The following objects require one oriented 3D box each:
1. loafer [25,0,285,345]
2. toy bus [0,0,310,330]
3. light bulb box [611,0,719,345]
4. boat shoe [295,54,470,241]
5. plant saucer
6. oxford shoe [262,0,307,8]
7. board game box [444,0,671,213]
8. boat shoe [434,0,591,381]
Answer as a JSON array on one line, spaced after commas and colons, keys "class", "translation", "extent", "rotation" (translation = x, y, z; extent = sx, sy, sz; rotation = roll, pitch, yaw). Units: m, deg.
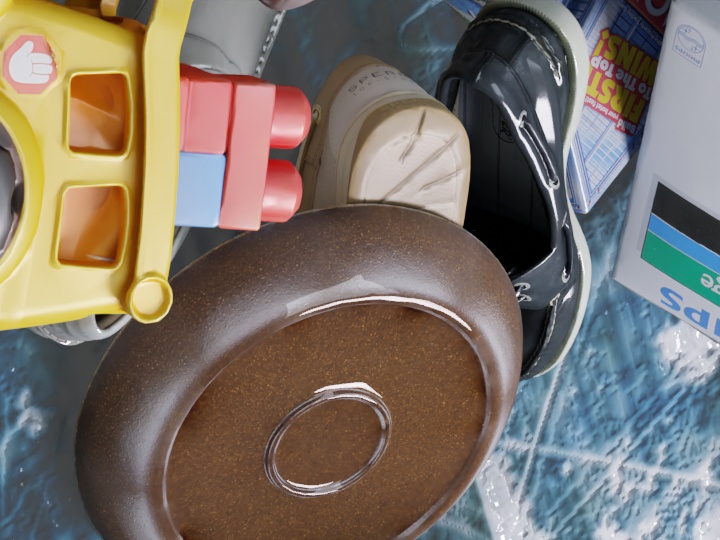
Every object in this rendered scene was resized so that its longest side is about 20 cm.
[{"class": "loafer", "translation": [-0.072, -0.060, 1.144], "extent": [0.070, 0.070, 0.200], "rotation": [35, 78, -41]}, {"class": "toy bus", "translation": [-0.112, -0.075, 1.027], "extent": [0.192, 0.136, 0.201], "rotation": [-1, 101, -21]}, {"class": "light bulb box", "translation": [0.225, -0.082, 1.302], "extent": [0.198, 0.125, 0.200], "rotation": [-46, 159, -31]}, {"class": "boat shoe", "translation": [0.000, 0.000, 1.222], "extent": [0.074, 0.069, 0.200], "rotation": [-5, 128, -25]}, {"class": "plant saucer", "translation": [-0.018, 0.063, 1.194], "extent": [0.200, 0.032, 0.201], "rotation": [-15, 132, -18]}, {"class": "oxford shoe", "translation": [0.038, -0.143, 1.140], "extent": [0.200, 0.071, 0.073], "rotation": [-33, 90, -29]}, {"class": "board game box", "translation": [0.097, -0.139, 1.280], "extent": [0.200, 0.062, 0.200], "rotation": [38, 75, -41]}, {"class": "boat shoe", "translation": [0.057, -0.021, 1.240], "extent": [0.066, 0.074, 0.200], "rotation": [-46, 153, -42]}]
